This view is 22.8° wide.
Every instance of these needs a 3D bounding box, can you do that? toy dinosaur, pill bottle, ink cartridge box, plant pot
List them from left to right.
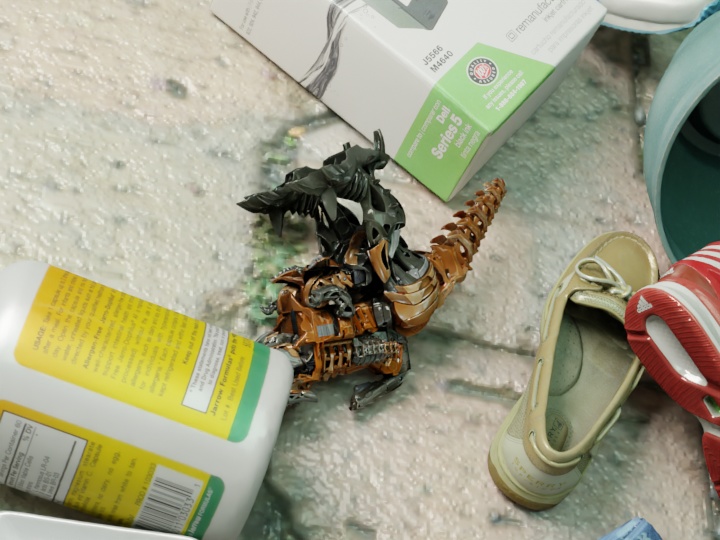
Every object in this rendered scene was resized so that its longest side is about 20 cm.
[{"bbox_3d":[-0.144,0.062,0.905,0.200,0.113,0.113,20,55,-7],"label":"pill bottle"},{"bbox_3d":[0.000,0.000,1.023,0.200,0.102,0.136,-37,100,-48],"label":"toy dinosaur"},{"bbox_3d":[0.029,-0.165,1.122,0.200,0.084,0.146,39,55,6],"label":"ink cartridge box"},{"bbox_3d":[0.264,-0.090,1.115,0.200,0.201,0.134,10,30,-14],"label":"plant pot"}]

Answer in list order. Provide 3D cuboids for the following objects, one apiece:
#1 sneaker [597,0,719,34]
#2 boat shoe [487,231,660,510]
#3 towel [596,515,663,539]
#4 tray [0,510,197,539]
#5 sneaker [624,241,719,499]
[{"bbox_3d":[0.157,-0.227,1.180,0.076,0.081,0.200,-33,58,-33],"label":"sneaker"},{"bbox_3d":[0.136,0.047,1.045,0.073,0.063,0.201,33,55,1],"label":"boat shoe"},{"bbox_3d":[0.107,0.220,0.939,0.200,0.049,0.112,-25,72,-31],"label":"towel"},{"bbox_3d":[-0.144,0.217,0.844,0.107,0.022,0.200,8,64,2],"label":"tray"},{"bbox_3d":[0.248,0.070,1.044,0.115,0.078,0.200,-36,100,-35],"label":"sneaker"}]
